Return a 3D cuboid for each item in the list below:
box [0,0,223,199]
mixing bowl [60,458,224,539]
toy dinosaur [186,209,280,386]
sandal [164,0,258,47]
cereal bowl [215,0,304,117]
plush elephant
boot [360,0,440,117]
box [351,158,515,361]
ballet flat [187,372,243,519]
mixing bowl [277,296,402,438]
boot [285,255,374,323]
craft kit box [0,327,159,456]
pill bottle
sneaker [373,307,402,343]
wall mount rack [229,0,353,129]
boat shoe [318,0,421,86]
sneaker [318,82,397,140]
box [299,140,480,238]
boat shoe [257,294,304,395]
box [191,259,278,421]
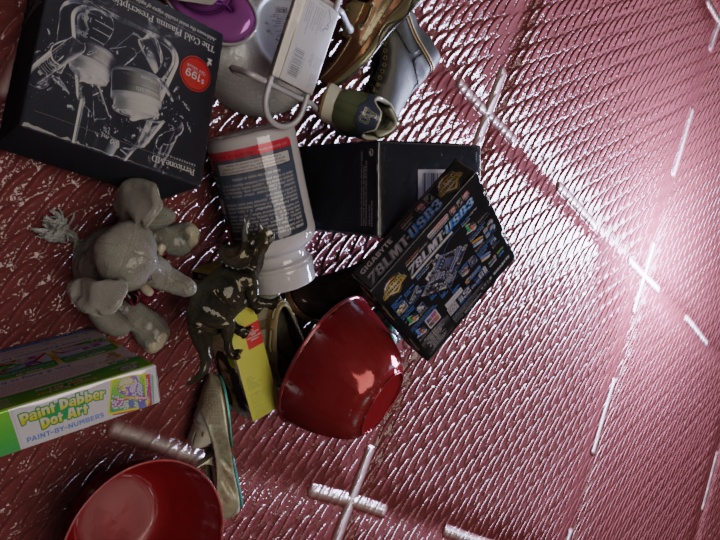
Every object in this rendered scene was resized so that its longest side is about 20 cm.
[{"bbox_3d":[-0.267,-0.199,0.748,0.196,0.102,0.189,15,77,-40],"label":"box"},{"bbox_3d":[-0.274,0.311,0.814,0.196,0.107,0.207,-6,100,-40],"label":"mixing bowl"},{"bbox_3d":[-0.163,0.039,0.820,0.102,0.077,0.202,41,76,-21],"label":"toy dinosaur"},{"bbox_3d":[-0.205,-0.342,0.793,0.202,0.050,0.083,43,89,-8],"label":"sandal"},{"bbox_3d":[-0.122,-0.305,0.891,0.196,0.082,0.207,-6,100,-39],"label":"cereal bowl"},{"bbox_3d":[-0.252,-0.007,0.764,0.198,0.153,0.169,32,75,-38],"label":"plush elephant"},{"bbox_3d":[0.027,-0.330,1.026,0.199,0.077,0.140,39,79,-31],"label":"boot"},{"bbox_3d":[0.105,-0.007,0.902,0.201,0.049,0.199,-48,138,-6],"label":"box"},{"bbox_3d":[-0.197,0.239,0.902,0.061,0.067,0.207,-13,103,-28],"label":"ballet flat"},{"bbox_3d":[-0.011,0.152,0.935,0.200,0.107,0.203,-46,155,-28],"label":"mixing bowl"},{"bbox_3d":[0.000,0.000,0.980,0.197,0.166,0.073,0,52,-50],"label":"boot"},{"bbox_3d":[-0.331,0.118,0.686,0.196,0.195,0.050,-14,103,-37],"label":"craft kit box"},{"bbox_3d":[-0.122,-0.080,0.892,0.118,0.118,0.206,-22,109,-36],"label":"pill bottle"},{"bbox_3d":[0.049,0.107,1.091,0.087,0.073,0.205,37,72,-43],"label":"sneaker"},{"bbox_3d":[-0.066,-0.270,0.839,0.171,0.074,0.205,14,99,-47],"label":"wall mount rack"},{"bbox_3d":[0.007,-0.345,0.960,0.074,0.076,0.201,42,93,-12],"label":"boat shoe"},{"bbox_3d":[0.011,-0.209,0.949,0.200,0.088,0.069,-24,134,-74],"label":"sneaker"},{"bbox_3d":[0.035,-0.117,0.969,0.196,0.196,0.128,-6,99,-39],"label":"box"},{"bbox_3d":[-0.101,0.119,0.956,0.073,0.062,0.206,-35,127,-33],"label":"boat shoe"},{"bbox_3d":[-0.164,0.091,0.905,0.049,0.074,0.206,-22,108,-35],"label":"box"}]
